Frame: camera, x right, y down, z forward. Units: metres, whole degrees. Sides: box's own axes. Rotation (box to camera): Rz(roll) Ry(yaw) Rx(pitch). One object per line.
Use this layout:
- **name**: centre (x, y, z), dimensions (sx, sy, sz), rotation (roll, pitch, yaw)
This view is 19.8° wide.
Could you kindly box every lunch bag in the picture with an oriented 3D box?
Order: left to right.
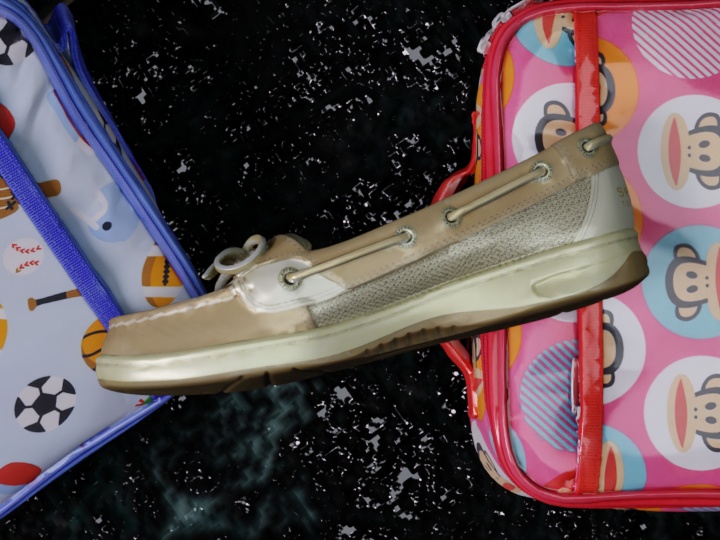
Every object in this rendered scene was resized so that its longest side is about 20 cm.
- **lunch bag**: centre (-0.147, -0.011, 0.728), dimensions (0.160, 0.076, 0.201), rotation (-33, 128, -6)
- **lunch bag**: centre (0.107, -0.007, 0.806), dimensions (0.175, 0.082, 0.202), rotation (-1, 86, -3)

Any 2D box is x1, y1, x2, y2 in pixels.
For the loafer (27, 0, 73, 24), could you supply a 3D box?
- **loafer**: centre (-0.157, -0.077, 0.759), dimensions (0.063, 0.072, 0.200), rotation (41, 99, 2)

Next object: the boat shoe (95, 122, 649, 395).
- **boat shoe**: centre (0.001, 0.000, 0.732), dimensions (0.199, 0.073, 0.064), rotation (-14, 85, -2)
